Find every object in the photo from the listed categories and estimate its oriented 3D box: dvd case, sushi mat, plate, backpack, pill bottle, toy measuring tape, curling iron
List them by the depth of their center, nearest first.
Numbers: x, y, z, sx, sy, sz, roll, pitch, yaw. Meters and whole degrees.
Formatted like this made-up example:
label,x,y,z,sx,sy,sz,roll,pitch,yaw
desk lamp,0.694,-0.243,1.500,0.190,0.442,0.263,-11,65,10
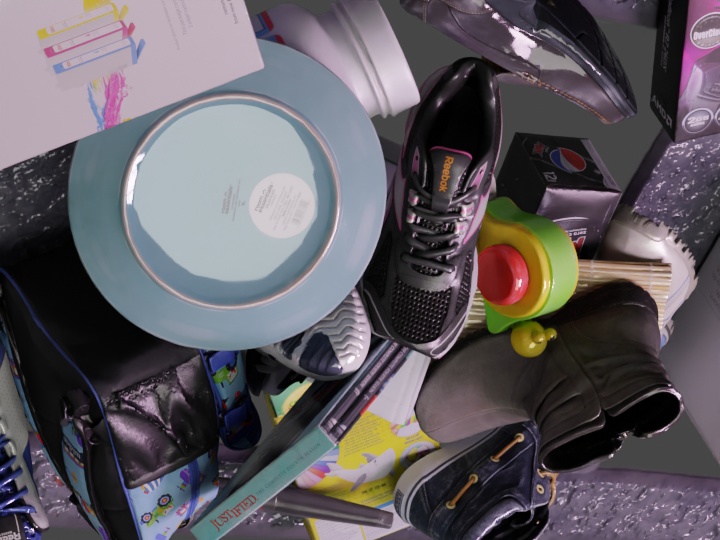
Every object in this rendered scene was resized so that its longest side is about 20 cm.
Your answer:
label,x,y,z,sx,sy,sz,roll,pitch,yaw
plate,-0.080,-0.044,1.514,0.199,0.026,0.201,-2,104,-8
pill bottle,-0.068,-0.102,1.571,0.199,0.109,0.109,-25,135,-1
dvd case,-0.023,0.092,1.619,0.022,0.200,0.146,47,129,-3
backpack,-0.152,0.090,1.651,0.134,0.183,0.200,-26,132,-17
toy measuring tape,0.107,-0.040,1.665,0.073,0.074,0.201,-11,96,-15
sushi mat,0.115,0.031,1.735,0.199,0.012,0.096,3,126,-1
curling iron,-0.075,0.176,1.831,0.199,0.026,0.050,3,108,-2

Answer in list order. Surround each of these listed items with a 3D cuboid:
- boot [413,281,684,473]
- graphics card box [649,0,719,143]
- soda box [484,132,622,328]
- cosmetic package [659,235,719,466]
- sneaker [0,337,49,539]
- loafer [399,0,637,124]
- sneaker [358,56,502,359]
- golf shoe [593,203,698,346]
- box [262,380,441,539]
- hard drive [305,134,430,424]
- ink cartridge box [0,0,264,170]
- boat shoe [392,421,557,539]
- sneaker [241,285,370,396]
label,x,y,z,sx,sy,sz,roll,pitch,yaw
boot,0.123,0.091,1.689,0.200,0.131,0.068,-27,121,18
graphics card box,0.269,-0.188,1.687,0.125,0.051,0.200,-12,134,-14
soda box,0.116,0.001,1.772,0.063,0.071,0.200,3,128,-24
cosmetic package,0.356,0.050,1.858,0.164,0.165,0.200,9,125,-30
sneaker,-0.254,0.131,1.691,0.080,0.115,0.200,-17,134,-11
loafer,0.108,-0.155,1.638,0.072,0.073,0.200,-37,125,22
sneaker,0.046,-0.047,1.570,0.080,0.201,0.086,8,167,-2
golf shoe,0.187,0.036,1.781,0.097,0.078,0.200,-53,159,-28
box,-0.003,0.123,1.846,0.117,0.048,0.200,-20,137,-6
hard drive,0.000,0.000,1.696,0.132,0.026,0.200,26,127,11
ink cartridge box,-0.179,-0.165,1.452,0.199,0.129,0.125,-21,135,-4
boat shoe,0.127,0.153,1.863,0.200,0.091,0.071,-32,138,-26
sneaker,-0.043,0.043,1.646,0.079,0.199,0.130,-44,134,-16
